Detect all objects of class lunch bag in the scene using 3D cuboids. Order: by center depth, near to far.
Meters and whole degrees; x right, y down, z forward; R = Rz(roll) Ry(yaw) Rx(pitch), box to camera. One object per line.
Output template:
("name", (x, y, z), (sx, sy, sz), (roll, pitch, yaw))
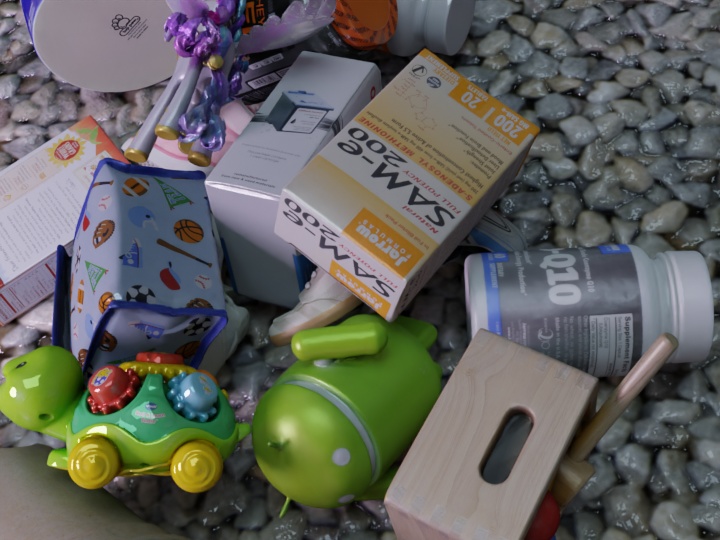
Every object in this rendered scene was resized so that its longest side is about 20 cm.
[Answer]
("lunch bag", (-0.210, 0.029, 0.943), (0.123, 0.200, 0.171), (8, 50, -25))

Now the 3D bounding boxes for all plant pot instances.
("plant pot", (-0.245, 0.242, 0.833), (0.200, 0.201, 0.183), (-43, 50, -16))

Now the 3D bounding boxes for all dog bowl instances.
("dog bowl", (-0.260, -0.289, 1.134), (0.199, 0.200, 0.079), (-21, 60, -4))

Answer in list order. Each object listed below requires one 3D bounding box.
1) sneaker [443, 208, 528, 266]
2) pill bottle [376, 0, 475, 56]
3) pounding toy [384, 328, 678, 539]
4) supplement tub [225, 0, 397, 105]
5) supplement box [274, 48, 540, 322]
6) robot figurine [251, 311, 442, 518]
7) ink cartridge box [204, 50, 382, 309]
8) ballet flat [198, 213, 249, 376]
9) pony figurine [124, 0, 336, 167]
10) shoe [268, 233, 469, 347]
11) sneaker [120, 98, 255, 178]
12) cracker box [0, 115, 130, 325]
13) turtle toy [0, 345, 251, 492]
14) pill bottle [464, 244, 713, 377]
("sneaker", (0.071, -0.055, 0.966), (0.200, 0.072, 0.073), (40, 59, -11))
("pill bottle", (0.018, -0.298, 1.143), (0.199, 0.113, 0.113), (19, 64, 20))
("pounding toy", (0.132, 0.144, 0.814), (0.142, 0.184, 0.200), (23, 65, 21))
("supplement tub", (-0.068, -0.248, 1.071), (0.199, 0.122, 0.123), (-12, 52, 38))
("supplement box", (0.040, -0.074, 0.869), (0.126, 0.074, 0.200), (36, 61, 10))
("robot figurine", (-0.010, 0.115, 0.878), (0.115, 0.176, 0.200), (14, 38, 33))
("ink cartridge box", (-0.051, -0.086, 0.985), (0.085, 0.147, 0.200), (12, 49, 19))
("ballet flat", (-0.135, 0.027, 1.008), (0.069, 0.070, 0.201), (-8, 57, 5))
("pony figurine", (-0.136, -0.199, 0.951), (0.166, 0.193, 0.201), (22, 75, -23))
("shoe", (0.000, 0.000, 0.929), (0.199, 0.070, 0.054), (-32, 87, 2))
("sneaker", (-0.156, -0.122, 1.066), (0.200, 0.075, 0.105), (18, 62, 47))
("cracker box", (-0.323, -0.055, 1.087), (0.200, 0.058, 0.134), (-35, 59, -13))
("turtle toy", (-0.185, 0.113, 0.829), (0.199, 0.146, 0.102), (5, 85, -8))
("pill bottle", (0.193, 0.036, 0.909), (0.199, 0.114, 0.114), (-4, 58, 3))
